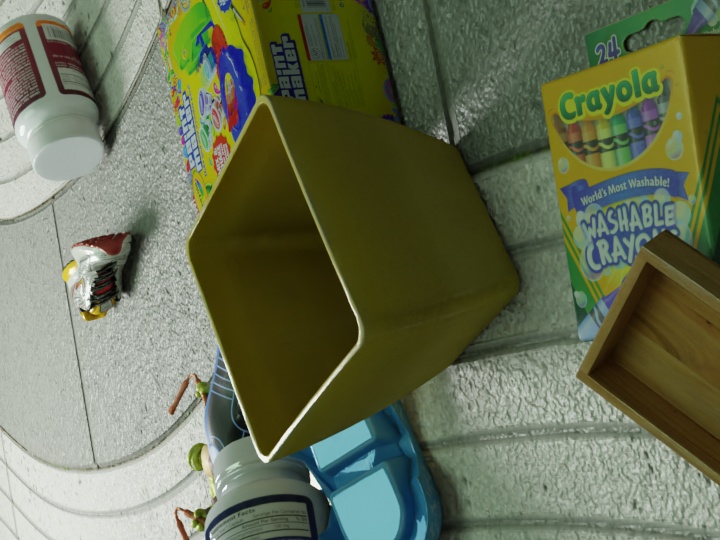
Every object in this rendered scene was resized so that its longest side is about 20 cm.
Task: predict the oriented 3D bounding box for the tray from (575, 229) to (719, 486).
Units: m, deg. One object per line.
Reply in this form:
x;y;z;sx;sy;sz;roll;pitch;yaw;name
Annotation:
0.222;0.076;0.662;0.199;0.037;0.100;37;129;22;tray

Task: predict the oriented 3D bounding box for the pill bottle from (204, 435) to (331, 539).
-0.076;0.254;1.071;0.120;0.118;0.202;118;150;-43;pill bottle

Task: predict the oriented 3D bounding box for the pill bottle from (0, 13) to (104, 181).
-0.410;-0.227;1.599;0.114;0.113;0.202;-54;52;48;pill bottle

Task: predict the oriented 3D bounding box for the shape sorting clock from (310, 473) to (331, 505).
-0.011;0.269;1.131;0.199;0.039;0.204;15;107;56;shape sorting clock

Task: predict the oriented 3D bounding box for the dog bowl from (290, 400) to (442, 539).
0.004;0.169;1.044;0.111;0.049;0.202;-34;65;24;dog bowl

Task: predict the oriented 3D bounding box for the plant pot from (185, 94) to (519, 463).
0.000;0.000;0.929;0.200;0.174;0.202;-53;54;48;plant pot

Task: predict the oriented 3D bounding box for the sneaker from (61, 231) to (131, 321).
-0.332;0.008;1.571;0.083;0.077;0.200;70;155;12;sneaker

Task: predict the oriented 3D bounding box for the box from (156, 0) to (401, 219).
-0.075;-0.162;1.068;0.192;0.120;0.203;-29;72;57;box

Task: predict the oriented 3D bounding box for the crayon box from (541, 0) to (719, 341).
0.178;-0.062;0.748;0.125;0.051;0.204;-11;86;58;crayon box

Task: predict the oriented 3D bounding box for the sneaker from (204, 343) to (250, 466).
-0.111;0.107;1.194;0.078;0.069;0.203;129;143;-55;sneaker

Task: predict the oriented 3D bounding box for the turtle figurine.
-0.143;0.216;1.310;0.160;0.064;0.204;1;89;50;turtle figurine
